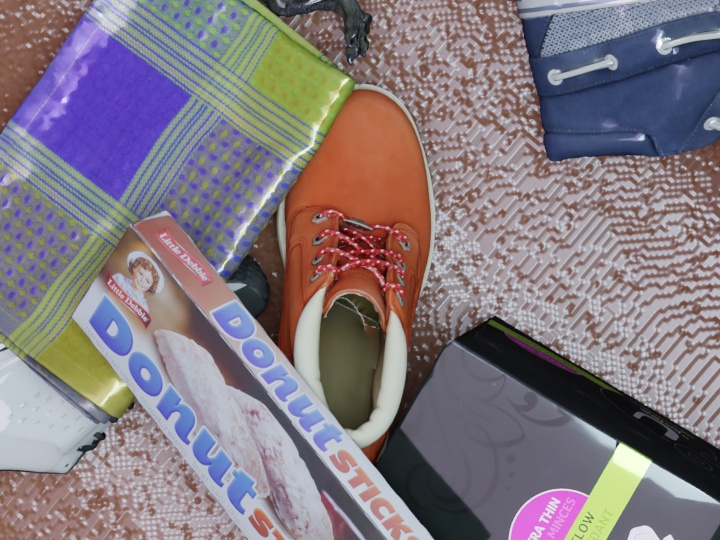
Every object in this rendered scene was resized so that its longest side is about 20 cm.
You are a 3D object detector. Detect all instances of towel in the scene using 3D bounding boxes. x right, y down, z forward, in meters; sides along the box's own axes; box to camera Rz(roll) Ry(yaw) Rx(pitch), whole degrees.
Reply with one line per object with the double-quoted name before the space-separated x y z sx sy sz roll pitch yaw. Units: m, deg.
"towel" -0.107 -0.043 1.309 0.144 0.023 0.200 39 92 25

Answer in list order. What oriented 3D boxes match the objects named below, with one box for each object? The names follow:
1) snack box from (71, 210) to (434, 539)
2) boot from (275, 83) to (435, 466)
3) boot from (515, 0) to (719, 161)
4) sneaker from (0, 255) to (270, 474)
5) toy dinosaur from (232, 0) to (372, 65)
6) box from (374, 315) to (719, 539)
"snack box" -0.044 0.071 1.228 0.200 0.024 0.072 50 136 14
"boot" 0.000 0.000 1.286 0.075 0.107 0.201 8 71 -5
"boot" 0.172 -0.104 1.289 0.199 0.073 0.091 -7 99 20
"sneaker" -0.129 0.047 1.361 0.200 0.074 0.080 -20 104 16
"toy dinosaur" -0.028 -0.145 1.334 0.088 0.047 0.201 18 94 17
"box" 0.063 0.145 1.293 0.148 0.124 0.200 30 100 8
